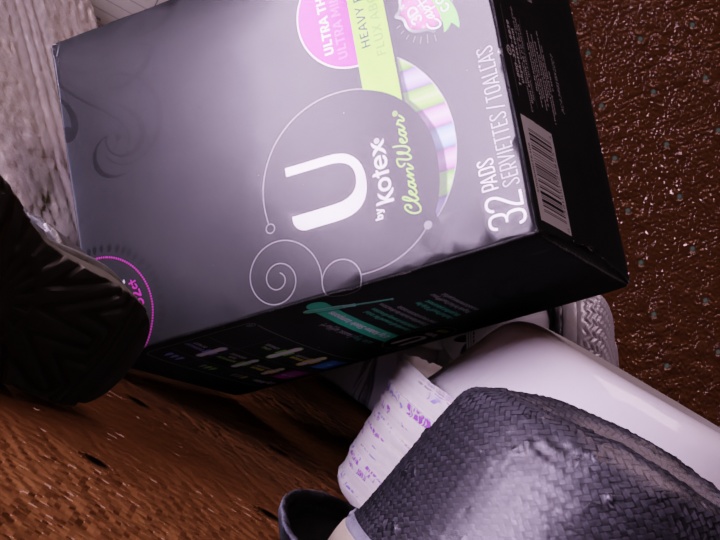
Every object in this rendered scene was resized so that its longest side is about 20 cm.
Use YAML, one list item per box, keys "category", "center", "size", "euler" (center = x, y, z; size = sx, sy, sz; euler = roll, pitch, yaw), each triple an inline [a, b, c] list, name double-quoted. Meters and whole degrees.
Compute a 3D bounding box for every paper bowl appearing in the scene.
- category: "paper bowl"
  center: [0.098, 0.096, 0.771]
  size: [0.200, 0.105, 0.201]
  euler: [29, 3, -2]

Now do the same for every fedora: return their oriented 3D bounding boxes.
- category: "fedora"
  center: [0.075, 0.100, 0.580]
  size: [0.200, 0.092, 0.201]
  euler: [30, 4, -2]

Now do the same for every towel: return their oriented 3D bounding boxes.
- category: "towel"
  center: [-0.152, -0.073, 0.830]
  size: [0.132, 0.034, 0.201]
  euler: [23, 46, -61]

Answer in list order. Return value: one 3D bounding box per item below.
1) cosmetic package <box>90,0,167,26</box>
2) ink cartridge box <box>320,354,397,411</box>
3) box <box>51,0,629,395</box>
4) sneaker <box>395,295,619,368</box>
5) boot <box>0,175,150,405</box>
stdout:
- category: "cosmetic package"
  center: [-0.170, -0.135, 0.958]
  size: [0.105, 0.201, 0.071]
  euler: [27, 0, -44]
- category: "ink cartridge box"
  center: [0.043, 0.048, 1.089]
  size: [0.200, 0.084, 0.146]
  euler: [33, 7, 37]
- category: "box"
  center: [-0.009, -0.045, 0.767]
  size: [0.199, 0.149, 0.124]
  euler: [-16, -17, 22]
- category: "sneaker"
  center: [0.079, 0.080, 0.940]
  size: [0.114, 0.075, 0.200]
  euler: [-1, -36, 11]
- category: "boot"
  center: [-0.181, -0.039, 0.630]
  size: [0.200, 0.073, 0.182]
  euler: [41, -5, 34]
